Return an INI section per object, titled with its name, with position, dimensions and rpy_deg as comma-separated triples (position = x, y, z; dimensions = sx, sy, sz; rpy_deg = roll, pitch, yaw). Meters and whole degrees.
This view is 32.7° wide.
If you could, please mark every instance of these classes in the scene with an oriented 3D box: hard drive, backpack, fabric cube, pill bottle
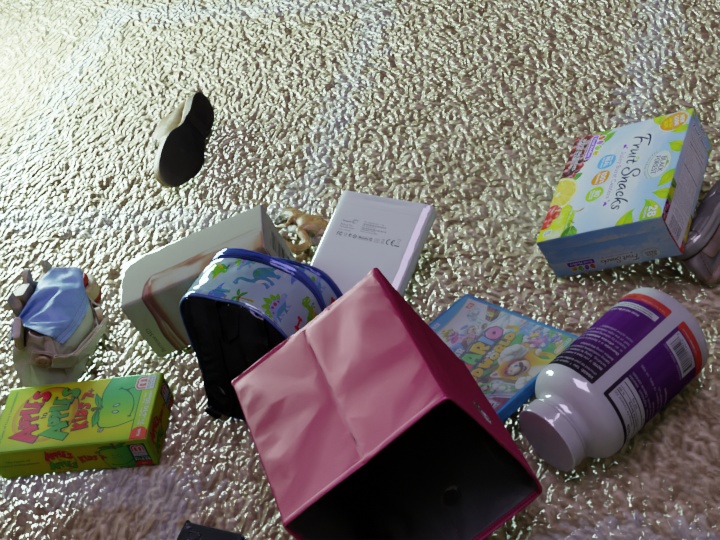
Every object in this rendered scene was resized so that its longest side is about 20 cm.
[hard drive]
position = 0.000, 0.000, 1.509
dimensions = 0.131, 0.027, 0.202
rpy_deg = 11, 65, 28
[backpack]
position = -0.103, 0.068, 1.381
dimensions = 0.181, 0.201, 0.147
rpy_deg = 11, 48, 30
[fabric cube]
position = 0.024, 0.163, 1.202
dimensions = 0.199, 0.196, 0.200
rpy_deg = -38, 40, 8
[pill bottle]
position = 0.259, 0.115, 1.273
dimensions = 0.199, 0.113, 0.112
rpy_deg = -37, 45, -21

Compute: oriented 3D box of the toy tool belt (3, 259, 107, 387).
[toy tool belt]
position = -0.387, 0.048, 1.559
dimensions = 0.123, 0.124, 0.201
rpy_deg = -5, 42, 13

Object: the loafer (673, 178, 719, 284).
[loafer]
position = 0.436, -0.062, 1.453
dimensions = 0.200, 0.063, 0.072
rpy_deg = -45, 10, -30

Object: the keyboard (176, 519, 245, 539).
[keyboard]
position = -0.206, 0.344, 1.256
dimensions = 0.126, 0.021, 0.201
rpy_deg = 9, 47, 19

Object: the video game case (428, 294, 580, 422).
[video game case]
position = 0.133, 0.096, 1.373
dimensions = 0.143, 0.018, 0.199
rpy_deg = -38, 31, -21

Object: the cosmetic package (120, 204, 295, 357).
[cosmetic package]
position = -0.186, 0.015, 1.516
dimensions = 0.198, 0.104, 0.088
rpy_deg = -23, 39, 13

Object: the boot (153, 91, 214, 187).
[boot]
position = -0.277, -0.183, 1.825
dimensions = 0.075, 0.074, 0.201
rpy_deg = -20, 33, 26

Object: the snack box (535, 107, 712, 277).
[snack box]
position = 0.319, -0.093, 1.476
dimensions = 0.167, 0.068, 0.201
rpy_deg = -11, 39, 38

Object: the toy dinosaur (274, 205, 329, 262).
[toy dinosaur]
position = -0.056, -0.046, 1.595
dimensions = 0.199, 0.061, 0.106
rpy_deg = 25, 55, 37

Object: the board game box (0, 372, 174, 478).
[board game box]
position = -0.328, 0.183, 1.450
dimensions = 0.197, 0.048, 0.102
rpy_deg = -7, 43, 12
